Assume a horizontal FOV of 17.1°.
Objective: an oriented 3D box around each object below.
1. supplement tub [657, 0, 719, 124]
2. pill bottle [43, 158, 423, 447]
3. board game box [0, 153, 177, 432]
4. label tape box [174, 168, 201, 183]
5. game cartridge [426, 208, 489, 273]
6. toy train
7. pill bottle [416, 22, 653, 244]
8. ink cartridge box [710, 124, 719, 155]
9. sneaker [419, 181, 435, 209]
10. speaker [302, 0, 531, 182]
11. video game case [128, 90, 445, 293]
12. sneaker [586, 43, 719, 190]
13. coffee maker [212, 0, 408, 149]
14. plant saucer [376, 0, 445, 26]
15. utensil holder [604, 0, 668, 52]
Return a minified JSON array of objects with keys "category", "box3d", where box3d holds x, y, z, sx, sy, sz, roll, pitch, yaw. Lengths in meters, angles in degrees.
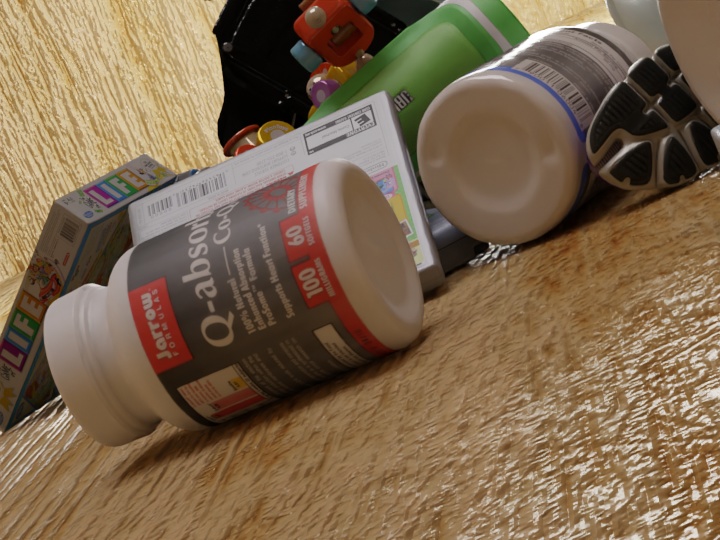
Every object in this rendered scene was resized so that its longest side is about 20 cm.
[{"category":"supplement tub","box3d":[0.294,-0.175,1.439,0.199,0.146,0.145,-27,7,-14]},{"category":"pill bottle","box3d":[-0.074,0.024,1.380,0.199,0.116,0.116,-24,7,18]},{"category":"board game box","box3d":[-0.220,0.017,1.849,0.134,0.034,0.201,-35,-26,-59]},{"category":"label tape box","box3d":[-0.096,-0.040,1.937,0.142,0.067,0.200,5,-1,-18]},{"category":"game cartridge","box3d":[0.000,0.000,1.652,0.133,0.041,0.200,-31,8,-16]},{"category":"toy train","box3d":[-0.055,-0.125,1.729,0.200,0.056,0.150,-48,-28,10]},{"category":"pill bottle","box3d":[0.126,-0.098,1.593,0.113,0.114,0.200,-21,7,31]},{"category":"ink cartridge box","box3d":[0.267,-0.079,1.221,0.162,0.057,0.200,-24,2,6]},{"category":"sneaker","box3d":[0.074,-0.080,1.757,0.199,0.078,0.085,-16,15,-7]},{"category":"speaker","box3d":[0.033,-0.111,1.702,0.200,0.089,0.088,-42,7,1]},{"category":"video game case","box3d":[-0.053,-0.018,1.577,0.199,0.022,0.183,-23,42,8]},{"category":"sneaker","box3d":[0.210,-0.107,1.530,0.200,0.081,0.083,-40,-4,-34]},{"category":"coffee maker","box3d":[-0.056,-0.164,1.902,0.134,0.192,0.200,-35,-8,-13]},{"category":"plant saucer","box3d":[0.059,-0.186,1.889,0.200,0.199,0.028,-10,54,67]},{"category":"utensil holder","box3d":[0.287,-0.237,1.862,0.169,0.171,0.200,-25,7,-2]}]
